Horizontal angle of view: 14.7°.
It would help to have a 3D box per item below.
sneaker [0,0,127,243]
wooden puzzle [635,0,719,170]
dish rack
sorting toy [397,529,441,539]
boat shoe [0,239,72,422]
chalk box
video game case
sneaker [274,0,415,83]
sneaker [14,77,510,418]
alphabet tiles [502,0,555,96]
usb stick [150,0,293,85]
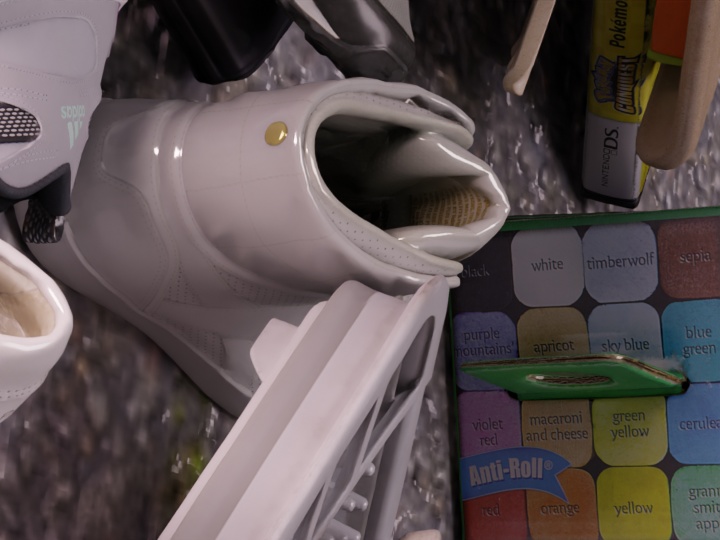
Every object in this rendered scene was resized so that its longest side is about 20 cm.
[{"bbox_3d":[-0.120,-0.060,0.667,0.200,0.077,0.141,27,65,-55],"label":"sneaker"},{"bbox_3d":[0.131,-0.162,0.948,0.201,0.037,0.186,98,11,-49],"label":"wooden puzzle"},{"bbox_3d":[-0.037,0.106,0.760,0.172,0.043,0.201,-58,164,-44],"label":"dish rack"},{"bbox_3d":[0.048,0.168,0.795,0.200,0.107,0.180,46,4,-3],"label":"sorting toy"},{"bbox_3d":[-0.145,-0.032,0.574,0.200,0.069,0.071,35,39,-23],"label":"boat shoe"},{"bbox_3d":[0.110,0.040,0.996,0.200,0.124,0.125,-5,92,-58],"label":"chalk box"},{"bbox_3d":[0.120,-0.155,1.049,0.181,0.025,0.201,86,20,-57],"label":"video game case"},{"bbox_3d":[-0.004,-0.146,0.816,0.074,0.079,0.201,44,35,-59],"label":"sneaker"},{"bbox_3d":[0.000,0.000,0.825,0.200,0.115,0.074,29,61,-56],"label":"sneaker"},{"bbox_3d":[0.083,-0.161,0.960,0.200,0.015,0.197,-68,176,-77],"label":"alphabet tiles"},{"bbox_3d":[-0.071,-0.138,0.796,0.200,0.032,0.056,60,44,-38],"label":"usb stick"}]
